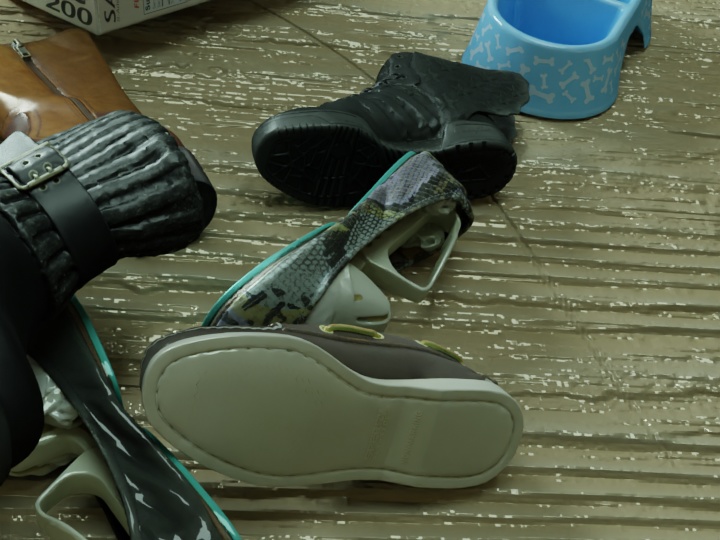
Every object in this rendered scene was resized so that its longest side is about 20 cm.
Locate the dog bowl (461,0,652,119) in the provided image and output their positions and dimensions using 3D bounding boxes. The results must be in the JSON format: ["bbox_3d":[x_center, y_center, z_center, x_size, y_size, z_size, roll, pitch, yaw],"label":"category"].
[{"bbox_3d":[0.145,-0.178,1.122,0.110,0.050,0.200,21,40,13],"label":"dog bowl"}]

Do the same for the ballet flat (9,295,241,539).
[{"bbox_3d":[-0.124,0.081,0.724,0.068,0.069,0.200,-23,48,-24],"label":"ballet flat"}]

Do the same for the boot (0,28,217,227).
[{"bbox_3d":[-0.202,-0.083,0.906,0.187,0.069,0.200,-16,45,-29],"label":"boot"}]

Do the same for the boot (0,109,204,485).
[{"bbox_3d":[-0.134,0.001,0.699,0.156,0.080,0.211,-12,40,-25],"label":"boot"}]

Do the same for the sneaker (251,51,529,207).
[{"bbox_3d":[0.021,-0.092,0.981,0.197,0.060,0.105,2,40,-20],"label":"sneaker"}]

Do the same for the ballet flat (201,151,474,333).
[{"bbox_3d":[0.000,0.000,0.855,0.072,0.073,0.200,29,43,22],"label":"ballet flat"}]

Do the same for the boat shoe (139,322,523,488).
[{"bbox_3d":[-0.017,0.058,0.750,0.198,0.073,0.060,9,19,-30],"label":"boat shoe"}]

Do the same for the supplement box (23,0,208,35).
[{"bbox_3d":[-0.136,-0.232,1.088,0.199,0.074,0.125,-24,37,-36],"label":"supplement box"}]
